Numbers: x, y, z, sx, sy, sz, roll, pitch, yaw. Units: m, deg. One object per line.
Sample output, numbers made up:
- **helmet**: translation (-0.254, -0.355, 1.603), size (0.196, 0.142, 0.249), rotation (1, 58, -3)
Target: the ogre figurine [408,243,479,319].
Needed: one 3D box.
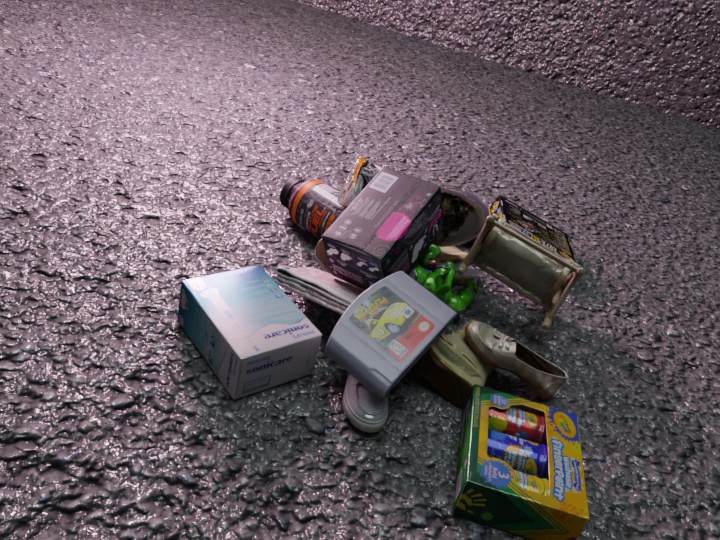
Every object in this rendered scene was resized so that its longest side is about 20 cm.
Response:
- **ogre figurine**: translation (0.142, 0.014, 1.311), size (0.098, 0.200, 0.120), rotation (-23, 28, 25)

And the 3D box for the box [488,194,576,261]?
- **box**: translation (0.389, -0.076, 1.562), size (0.199, 0.049, 0.160), rotation (28, 32, -11)

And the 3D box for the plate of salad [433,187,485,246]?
- **plate of salad**: translation (0.147, -0.095, 1.366), size (0.199, 0.200, 0.048), rotation (13, 59, -4)

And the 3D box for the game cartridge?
- **game cartridge**: translation (0.044, 0.088, 1.062), size (0.133, 0.041, 0.200), rotation (35, 53, 18)

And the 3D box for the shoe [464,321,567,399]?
- **shoe**: translation (0.260, 0.140, 1.148), size (0.199, 0.053, 0.070), rotation (35, 38, -14)

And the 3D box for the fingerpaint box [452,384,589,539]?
- **fingerpaint box**: translation (0.227, 0.271, 0.984), size (0.166, 0.074, 0.200), rotation (17, 32, 3)

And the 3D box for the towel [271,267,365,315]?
- **towel**: translation (-0.035, 0.041, 1.204), size (0.199, 0.032, 0.191), rotation (25, 7, 15)

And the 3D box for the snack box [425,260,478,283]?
- **snack box**: translation (0.140, -0.004, 1.418), size (0.199, 0.024, 0.072), rotation (3, 33, -19)

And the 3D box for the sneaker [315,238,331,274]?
- **sneaker**: translation (0.000, 0.000, 1.332), size (0.199, 0.073, 0.085), rotation (30, 1, 29)

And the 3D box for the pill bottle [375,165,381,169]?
- **pill bottle**: translation (0.059, -0.144, 1.515), size (0.113, 0.114, 0.200), rotation (-5, 37, -29)

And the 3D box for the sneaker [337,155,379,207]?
- **sneaker**: translation (0.009, -0.173, 1.389), size (0.077, 0.078, 0.200), rotation (31, 29, -5)

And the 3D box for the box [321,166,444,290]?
- **box**: translation (0.044, -0.069, 1.240), size (0.132, 0.115, 0.200), rotation (23, 57, 28)

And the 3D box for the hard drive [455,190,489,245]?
- **hard drive**: translation (0.253, -0.125, 1.634), size (0.134, 0.043, 0.200), rotation (-2, 37, -25)

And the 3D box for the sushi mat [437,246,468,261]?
- **sushi mat**: translation (0.136, -0.038, 1.437), size (0.199, 0.012, 0.096), rotation (-4, 23, -34)

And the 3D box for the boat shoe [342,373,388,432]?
- **boat shoe**: translation (0.013, 0.159, 1.070), size (0.070, 0.072, 0.201), rotation (11, 32, -7)

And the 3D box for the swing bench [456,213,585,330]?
- **swing bench**: translation (0.307, -0.008, 1.320), size (0.198, 0.130, 0.200), rotation (32, 14, 9)

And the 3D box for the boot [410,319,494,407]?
- **boot**: translation (0.143, 0.119, 1.162), size (0.200, 0.073, 0.155), rotation (40, 37, 10)

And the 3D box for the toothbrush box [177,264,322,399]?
- **toothbrush box**: translation (-0.177, 0.090, 1.085), size (0.146, 0.086, 0.200), rotation (-14, 41, -38)

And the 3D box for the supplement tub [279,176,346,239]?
- **supplement tub**: translation (-0.076, -0.120, 1.432), size (0.199, 0.108, 0.107), rotation (33, 36, 28)
